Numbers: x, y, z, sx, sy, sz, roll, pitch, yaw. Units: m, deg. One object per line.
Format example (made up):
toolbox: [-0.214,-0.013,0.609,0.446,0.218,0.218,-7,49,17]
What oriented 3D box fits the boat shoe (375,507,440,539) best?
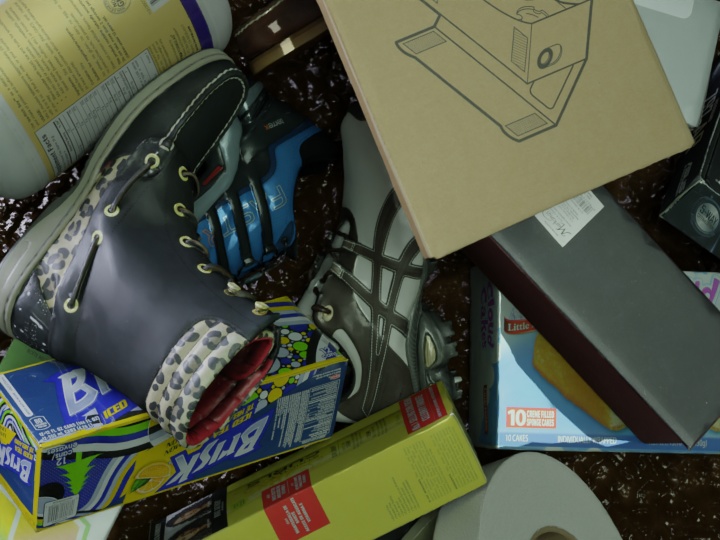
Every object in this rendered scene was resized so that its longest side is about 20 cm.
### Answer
boat shoe: [-0.009,0.203,1.188,0.201,0.063,0.074,-43,126,-11]

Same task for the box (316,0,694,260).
box: [0.069,-0.128,1.043,0.163,0.021,0.201,-23,91,-13]

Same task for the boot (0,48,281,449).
boot: [-0.092,-0.013,1.085,0.153,0.074,0.204,33,75,24]

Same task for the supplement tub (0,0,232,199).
supplement tub: [-0.189,-0.133,1.126,0.200,0.145,0.146,-38,95,-12]

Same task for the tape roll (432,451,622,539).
tape roll: [0.113,0.209,1.160,0.037,0.203,0.204,-23,92,30]

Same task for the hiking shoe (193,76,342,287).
hiking shoe: [-0.080,-0.015,1.178,0.086,0.074,0.201,27,81,-9]

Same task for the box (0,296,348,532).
box: [-0.110,0.079,1.120,0.199,0.070,0.065,-14,131,-33]

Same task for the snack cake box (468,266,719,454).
snack cake box: [0.170,0.057,1.234,0.198,0.067,0.116,2,86,-13]

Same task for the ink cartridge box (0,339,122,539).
ink cartridge box: [-0.202,0.145,1.146,0.103,0.059,0.201,29,80,-8]

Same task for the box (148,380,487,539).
box: [-0.027,0.138,1.152,0.199,0.075,0.050,-26,103,3]

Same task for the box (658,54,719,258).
box: [0.297,-0.042,1.244,0.199,0.044,0.161,35,48,-8]

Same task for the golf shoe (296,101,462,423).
golf shoe: [0.000,0.000,1.183,0.094,0.078,0.202,-12,99,-9]

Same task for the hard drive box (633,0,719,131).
hard drive box: [0.102,-0.124,1.163,0.155,0.200,0.077,15,83,-12]

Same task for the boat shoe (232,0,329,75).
boat shoe: [-0.014,-0.187,1.185,0.200,0.070,0.071,-41,104,-41]

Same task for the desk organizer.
desk organizer: [0.137,0.010,1.157,0.072,0.077,0.200,-45,95,-13]
